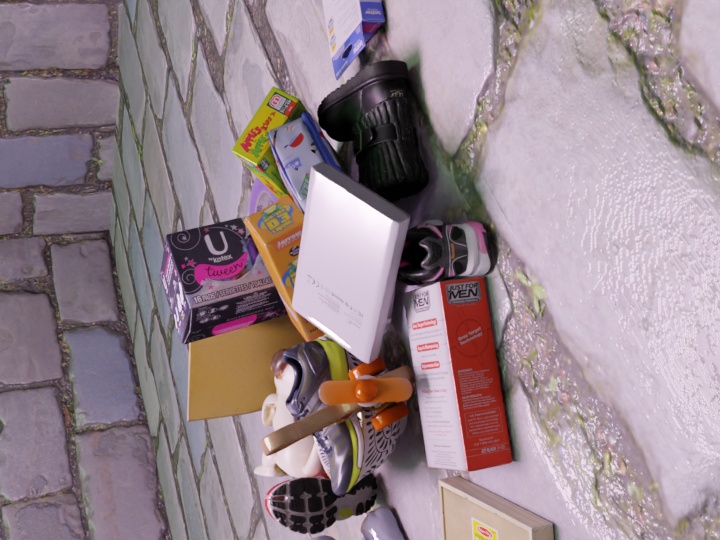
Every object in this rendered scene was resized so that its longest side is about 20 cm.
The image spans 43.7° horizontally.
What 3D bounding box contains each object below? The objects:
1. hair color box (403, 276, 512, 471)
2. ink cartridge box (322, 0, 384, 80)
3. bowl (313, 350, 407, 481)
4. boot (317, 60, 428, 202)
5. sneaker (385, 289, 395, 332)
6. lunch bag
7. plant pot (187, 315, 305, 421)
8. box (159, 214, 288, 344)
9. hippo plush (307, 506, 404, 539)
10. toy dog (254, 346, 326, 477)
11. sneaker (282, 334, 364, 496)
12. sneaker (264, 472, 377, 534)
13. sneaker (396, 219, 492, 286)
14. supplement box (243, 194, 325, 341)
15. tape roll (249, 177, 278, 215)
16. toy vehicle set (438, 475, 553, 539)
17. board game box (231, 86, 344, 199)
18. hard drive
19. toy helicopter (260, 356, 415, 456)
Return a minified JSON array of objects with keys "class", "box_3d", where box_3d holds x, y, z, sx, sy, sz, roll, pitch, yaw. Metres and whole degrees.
[{"class":"hair color box","box_3d":[0.106,0.115,0.998,0.101,0.061,0.203,159,104,-67]},{"class":"ink cartridge box","box_3d":[-0.015,-0.371,1.203,0.119,0.041,0.203,151,115,-65]},{"class":"bowl","box_3d":[0.004,0.186,1.212,0.200,0.093,0.203,174,90,-68]},{"class":"boot","box_3d":[0.010,-0.157,1.142,0.211,0.079,0.160,156,105,-68]},{"class":"sneaker","box_3d":[0.000,0.000,1.237,0.200,0.074,0.083,52,126,44]},{"class":"lunch bag","box_3d":[-0.044,-0.089,1.140,0.161,0.075,0.201,61,179,33]},{"class":"plant pot","box_3d":[-0.186,0.117,1.494,0.196,0.197,0.196,-106,20,-60]},{"class":"box","box_3d":[-0.164,0.002,1.238,0.116,0.198,0.132,66,155,19]},{"class":"hippo plush","box_3d":[-0.006,0.430,1.205,0.200,0.159,0.161,-140,49,-59]},{"class":"toy dog","box_3d":[-0.093,0.216,1.384,0.194,0.138,0.203,106,166,-78]},{"class":"sneaker","box_3d":[-0.051,0.181,1.119,0.074,0.080,0.202,133,127,-60]},{"class":"sneaker","box_3d":[-0.065,0.323,1.266,0.084,0.199,0.078,-4,81,43]},{"class":"sneaker","box_3d":[0.066,-0.022,1.028,0.200,0.085,0.081,159,106,-67]},{"class":"supplement box","box_3d":[-0.078,0.004,1.139,0.069,0.066,0.201,50,167,45]},{"class":"tape roll","box_3d":[-0.113,-0.063,1.451,0.200,0.084,0.203,175,90,-66]},{"class":"toy vehicle set","box_3d":[0.147,0.313,0.986,0.200,0.026,0.126,-175,80,-67]},{"class":"board game box","box_3d":[-0.094,-0.156,1.233,0.047,0.102,0.200,30,173,23]},{"class":"hard drive","box_3d":[-0.017,-0.006,1.025,0.131,0.026,0.202,34,132,28]},{"class":"toy helicopter","box_3d":[-0.021,0.160,1.025,0.080,0.198,0.132,62,156,10]}]
